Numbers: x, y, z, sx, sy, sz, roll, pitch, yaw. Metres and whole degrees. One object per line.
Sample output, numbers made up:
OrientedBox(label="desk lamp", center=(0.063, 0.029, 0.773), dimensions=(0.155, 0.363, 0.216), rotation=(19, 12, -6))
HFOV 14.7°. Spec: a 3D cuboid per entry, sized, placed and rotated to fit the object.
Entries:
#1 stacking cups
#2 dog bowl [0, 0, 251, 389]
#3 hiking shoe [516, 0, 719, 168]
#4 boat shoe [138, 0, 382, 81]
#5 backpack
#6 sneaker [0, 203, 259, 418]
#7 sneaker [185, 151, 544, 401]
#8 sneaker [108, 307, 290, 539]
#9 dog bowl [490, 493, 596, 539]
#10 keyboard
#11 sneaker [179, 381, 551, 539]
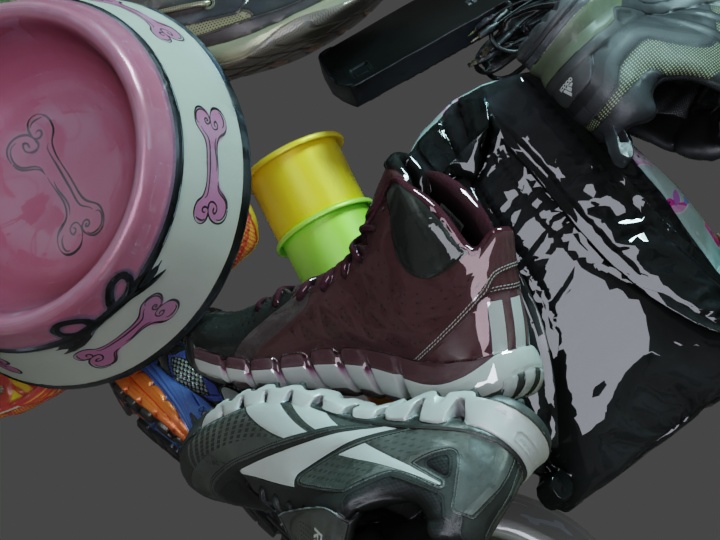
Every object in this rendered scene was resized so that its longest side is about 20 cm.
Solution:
OrientedBox(label="stacking cups", center=(0.008, 0.029, 1.430), dimensions=(0.060, 0.061, 0.201), rotation=(-27, 78, 1))
OrientedBox(label="dog bowl", center=(-0.157, -0.045, 1.385), dimensions=(0.199, 0.074, 0.201), rotation=(-5, 78, 27))
OrientedBox(label="hiking shoe", center=(0.168, -0.099, 1.394), dimensions=(0.199, 0.076, 0.101), rotation=(-18, 71, -39))
OrientedBox(label="boat shoe", center=(-0.080, -0.133, 1.449), dimensions=(0.199, 0.074, 0.074), rotation=(-23, 87, 0))
OrientedBox(label="backpack", center=(0.097, 0.002, 1.407), dimensions=(0.167, 0.127, 0.200), rotation=(-36, 85, -7))
OrientedBox(label="sneaker", center=(-0.136, 0.023, 1.447), dimensions=(0.200, 0.077, 0.073), rotation=(-29, 70, 19))
OrientedBox(label="sneaker", center=(0.000, 0.000, 1.339), dimensions=(0.199, 0.076, 0.116), rotation=(3, 101, 34))
OrientedBox(label="sneaker", center=(-0.041, 0.083, 1.414), dimensions=(0.200, 0.075, 0.078), rotation=(36, 77, 26))
OrientedBox(label="dog bowl", center=(0.053, 0.212, 1.433), dimensions=(0.199, 0.059, 0.201), rotation=(0, 87, 4))
OrientedBox(label="keyboard", center=(0.077, -0.130, 1.436), dimensions=(0.199, 0.104, 0.040), rotation=(-30, 113, 2))
OrientedBox(label="sneaker", center=(-0.013, 0.102, 1.286), dimensions=(0.199, 0.067, 0.091), rotation=(-3, 48, 35))
